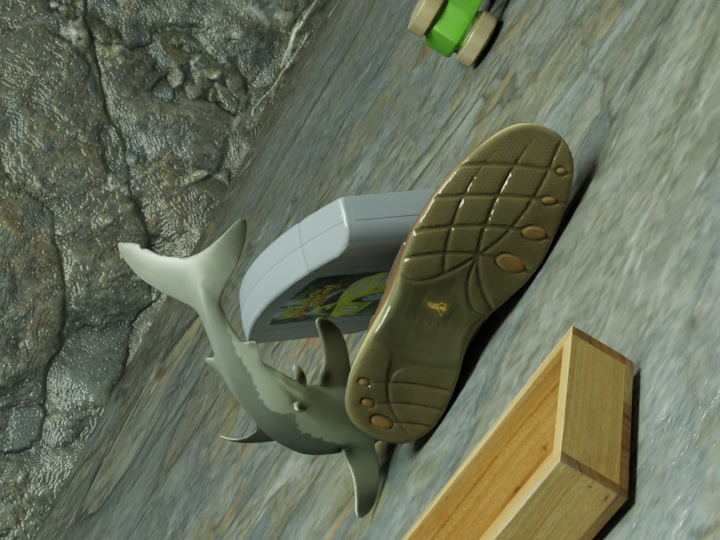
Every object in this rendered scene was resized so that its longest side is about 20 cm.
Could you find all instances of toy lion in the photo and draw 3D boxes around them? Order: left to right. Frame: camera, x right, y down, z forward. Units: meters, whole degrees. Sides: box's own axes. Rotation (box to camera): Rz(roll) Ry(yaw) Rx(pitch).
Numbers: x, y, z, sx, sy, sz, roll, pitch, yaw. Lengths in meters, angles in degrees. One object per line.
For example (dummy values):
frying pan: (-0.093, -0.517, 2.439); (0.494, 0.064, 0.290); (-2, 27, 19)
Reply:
toy lion: (0.115, -0.274, 1.743); (0.200, 0.069, 0.192); (-59, 2, 5)

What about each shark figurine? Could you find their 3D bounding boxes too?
shark figurine: (-0.058, 0.071, 1.185); (0.089, 0.214, 0.128); (-17, 53, 34)

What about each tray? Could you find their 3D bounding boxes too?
tray: (0.048, 0.127, 0.881); (0.200, 0.037, 0.099); (-56, 10, 30)

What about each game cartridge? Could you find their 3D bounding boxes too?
game cartridge: (0.000, 0.000, 1.269); (0.200, 0.133, 0.041); (136, 129, -62)

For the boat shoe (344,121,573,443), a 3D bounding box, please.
boat shoe: (0.050, 0.000, 1.155); (0.200, 0.072, 0.068); (-60, 10, 14)
